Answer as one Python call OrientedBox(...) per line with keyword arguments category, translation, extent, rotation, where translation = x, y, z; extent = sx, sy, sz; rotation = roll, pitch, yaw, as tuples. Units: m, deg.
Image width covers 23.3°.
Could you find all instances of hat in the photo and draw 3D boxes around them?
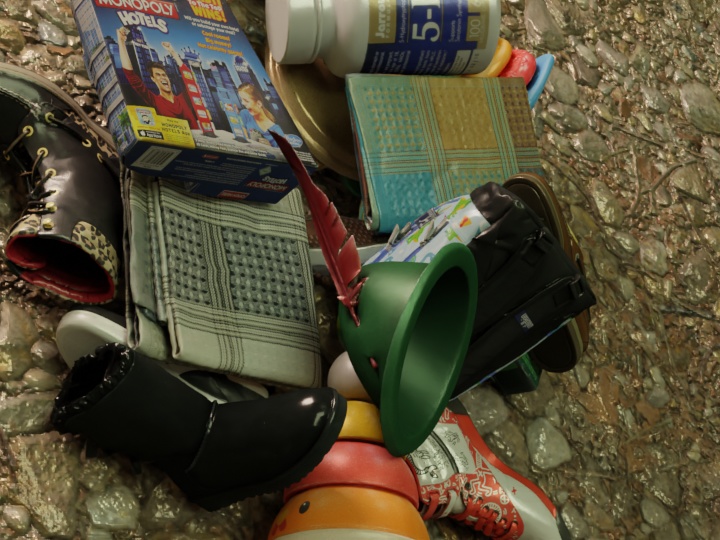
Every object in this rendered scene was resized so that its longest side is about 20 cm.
OrientedBox(category="hat", translation=(-0.013, 0.030, 1.407), extent=(0.175, 0.166, 0.201), rotation=(16, 73, 21))

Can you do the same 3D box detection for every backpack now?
OrientedBox(category="backpack", translation=(0.076, 0.030, 1.511), extent=(0.200, 0.154, 0.163), rotation=(-48, 129, -3))

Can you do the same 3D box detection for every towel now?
OrientedBox(category="towel", translation=(-0.110, -0.004, 1.419), extent=(0.199, 0.034, 0.194), rotation=(16, 59, -41))
OrientedBox(category="towel", translation=(0.080, -0.109, 1.601), extent=(0.199, 0.022, 0.148), rotation=(-4, 79, -31))

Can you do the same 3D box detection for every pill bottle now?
OrientedBox(category="pill bottle", translation=(0.018, -0.238, 1.606), extent=(0.198, 0.120, 0.121), rotation=(-4, 66, -16))

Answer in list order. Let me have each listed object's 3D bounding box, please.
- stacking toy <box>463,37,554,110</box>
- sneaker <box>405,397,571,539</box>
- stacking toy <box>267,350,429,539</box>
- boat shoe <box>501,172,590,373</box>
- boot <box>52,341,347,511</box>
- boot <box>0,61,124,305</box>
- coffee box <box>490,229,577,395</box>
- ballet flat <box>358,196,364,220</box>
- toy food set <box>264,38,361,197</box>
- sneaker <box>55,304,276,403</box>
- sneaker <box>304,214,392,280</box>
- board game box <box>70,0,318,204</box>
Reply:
OrientedBox(category="stacking toy", translation=(0.089, -0.228, 1.727), extent=(0.200, 0.116, 0.110), rotation=(49, 43, -19))
OrientedBox(category="sneaker", translation=(0.091, 0.204, 1.532), extent=(0.202, 0.067, 0.108), rotation=(50, 46, 1))
OrientedBox(category="stacking toy", translation=(-0.008, 0.159, 1.415), extent=(0.145, 0.146, 0.202), rotation=(18, 58, -29))
OrientedBox(category="boat shoe", translation=(0.169, -0.007, 1.614), extent=(0.068, 0.071, 0.201), rotation=(-48, 133, -50))
OrientedBox(category="boot", translation=(-0.128, 0.107, 1.327), extent=(0.162, 0.198, 0.074), rotation=(36, 47, -25))
OrientedBox(category="boot", translation=(-0.257, -0.070, 1.395), extent=(0.200, 0.073, 0.151), rotation=(36, 35, -25))
OrientedBox(category="coffee box", translation=(0.150, 0.004, 1.682), extent=(0.123, 0.044, 0.201), rotation=(56, 39, -33))
OrientedBox(category="ballet flat", translation=(0.082, -0.088, 1.647), extent=(0.199, 0.071, 0.071), rotation=(-29, 83, -20))
OrientedBox(category="toy food set", translation=(-0.012, -0.164, 1.677), extent=(0.197, 0.049, 0.201), rotation=(23, 52, -27))
OrientedBox(category="sneaker", translation=(-0.155, 0.061, 1.422), extent=(0.200, 0.073, 0.113), rotation=(36, 44, -27))
OrientedBox(category="sneaker", translation=(0.000, 0.000, 1.579), extent=(0.198, 0.085, 0.073), rotation=(2, 30, -15))
OrientedBox(category="board game box", translation=(-0.151, -0.163, 1.419), extent=(0.199, 0.062, 0.201), rotation=(6, 55, -48))
